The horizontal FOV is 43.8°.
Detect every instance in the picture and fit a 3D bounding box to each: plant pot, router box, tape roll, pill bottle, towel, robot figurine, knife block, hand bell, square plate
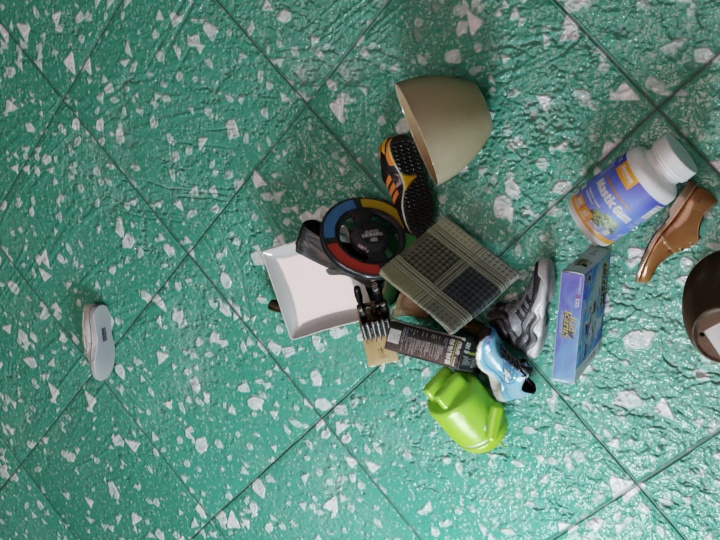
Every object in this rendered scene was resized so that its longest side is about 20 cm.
[{"bbox_3d":[0.604,0.076,1.451,0.187,0.200,0.187,9,109,27],"label":"plant pot"},{"bbox_3d":[0.162,-0.273,1.627,0.134,0.200,0.201,-23,92,3],"label":"plant pot"},{"bbox_3d":[0.149,0.148,1.725,0.150,0.200,0.062,13,87,21],"label":"router box"},{"bbox_3d":[0.000,0.000,1.867,0.200,0.048,0.201,9,109,27],"label":"tape roll"},{"bbox_3d":[0.463,-0.139,1.521,0.200,0.112,0.112,-41,83,33],"label":"pill bottle"},{"bbox_3d":[0.166,0.007,1.689,0.200,0.192,0.035,41,157,24],"label":"towel"},{"bbox_3d":[0.211,0.280,1.765,0.200,0.116,0.175,49,166,-24],"label":"robot figurine"},{"bbox_3d":[0.029,0.097,1.794,0.064,0.200,0.176,-11,94,1],"label":"knife block"},{"bbox_3d":[0.172,0.089,1.785,0.200,0.104,0.104,25,116,8],"label":"hand bell"},{"bbox_3d":[-0.086,0.025,1.857,0.198,0.028,0.200,-16,95,18],"label":"square plate"}]

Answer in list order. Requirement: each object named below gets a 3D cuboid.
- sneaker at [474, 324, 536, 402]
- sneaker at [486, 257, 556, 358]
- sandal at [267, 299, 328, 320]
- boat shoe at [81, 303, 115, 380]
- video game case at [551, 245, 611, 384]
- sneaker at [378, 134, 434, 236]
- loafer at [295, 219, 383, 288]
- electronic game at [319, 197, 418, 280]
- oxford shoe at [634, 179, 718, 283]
[{"bbox_3d":[0.282,0.173,1.708,0.090,0.078,0.200,-5,136,30],"label":"sneaker"},{"bbox_3d":[0.301,0.064,1.694,0.114,0.075,0.201,14,113,23],"label":"sneaker"},{"bbox_3d":[-0.113,0.079,1.951,0.200,0.082,0.055,12,88,34],"label":"sandal"},{"bbox_3d":[-0.683,0.182,2.301,0.066,0.072,0.201,6,107,33],"label":"boat shoe"},{"bbox_3d":[0.393,0.075,1.583,0.045,0.181,0.201,10,110,26],"label":"video game case"},{"bbox_3d":[0.085,-0.166,1.762,0.090,0.070,0.201,3,109,66],"label":"sneaker"},{"bbox_3d":[-0.042,-0.020,1.791,0.200,0.073,0.072,36,121,13],"label":"loafer"},{"bbox_3d":[0.018,-0.065,1.755,0.200,0.200,0.042,38,144,15],"label":"electronic game"},{"bbox_3d":[0.537,-0.052,1.531,0.071,0.071,0.200,33,117,12],"label":"oxford shoe"}]
